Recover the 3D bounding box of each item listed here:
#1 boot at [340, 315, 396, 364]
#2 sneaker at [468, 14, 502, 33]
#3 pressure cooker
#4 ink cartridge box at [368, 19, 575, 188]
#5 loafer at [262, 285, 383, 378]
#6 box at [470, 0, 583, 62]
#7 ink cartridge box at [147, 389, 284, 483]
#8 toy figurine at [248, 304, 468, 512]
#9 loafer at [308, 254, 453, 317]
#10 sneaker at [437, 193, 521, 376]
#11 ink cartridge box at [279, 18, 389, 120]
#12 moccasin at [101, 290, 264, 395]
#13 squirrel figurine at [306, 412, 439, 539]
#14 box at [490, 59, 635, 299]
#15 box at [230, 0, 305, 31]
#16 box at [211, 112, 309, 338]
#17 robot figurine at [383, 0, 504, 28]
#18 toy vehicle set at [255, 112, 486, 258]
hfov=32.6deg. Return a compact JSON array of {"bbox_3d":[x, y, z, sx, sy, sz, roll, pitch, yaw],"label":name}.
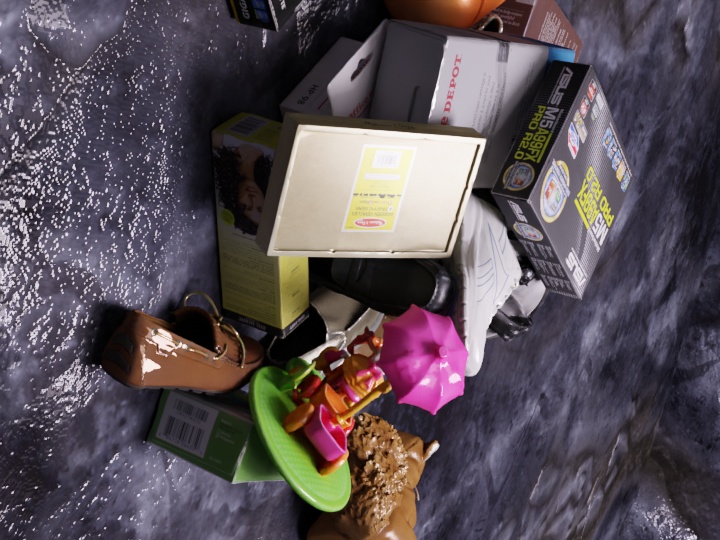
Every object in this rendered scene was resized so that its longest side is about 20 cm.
[{"bbox_3d":[0.008,0.056,1.398,0.200,0.073,0.076,-46,138,-36],"label":"boot"},{"bbox_3d":[0.132,-0.237,1.344,0.089,0.077,0.200,-46,178,26],"label":"sneaker"},{"bbox_3d":[0.117,-0.020,1.358,0.175,0.201,0.179,1,132,-17],"label":"pressure cooker"},{"bbox_3d":[0.107,-0.162,1.218,0.199,0.084,0.146,-4,113,-44],"label":"ink cartridge box"},{"bbox_3d":[-0.035,0.055,1.301,0.200,0.075,0.070,-54,153,-31],"label":"loafer"},{"bbox_3d":[0.193,-0.288,1.491,0.200,0.100,0.075,28,82,-63],"label":"box"},{"bbox_3d":[-0.105,0.159,1.202,0.200,0.103,0.060,18,92,-64],"label":"ink cartridge box"},{"bbox_3d":[0.017,0.101,1.144,0.150,0.184,0.200,53,17,-14],"label":"toy figurine"},{"bbox_3d":[0.000,0.000,1.196,0.070,0.200,0.069,16,91,-50],"label":"loafer"},{"bbox_3d":[0.117,0.011,1.197,0.074,0.087,0.201,-41,-144,54],"label":"sneaker"},{"bbox_3d":[-0.013,-0.146,1.223,0.116,0.066,0.201,-52,148,-31],"label":"ink cartridge box"},{"bbox_3d":[-0.149,0.064,1.102,0.201,0.073,0.078,14,102,-56],"label":"moccasin"},{"bbox_3d":[0.027,0.258,1.493,0.201,0.141,0.187,82,30,-46],"label":"squirrel figurine"},{"bbox_3d":[0.211,-0.088,1.250,0.161,0.044,0.200,-63,145,-19],"label":"box"},{"bbox_3d":[-0.067,-0.327,1.025,0.160,0.049,0.201,-57,150,-31],"label":"box"},{"bbox_3d":[-0.091,-0.039,1.138,0.050,0.075,0.201,-42,140,-46],"label":"box"},{"bbox_3d":[0.095,-0.308,1.274,0.200,0.143,0.117,-42,114,-45],"label":"robot figurine"},{"bbox_3d":[0.011,-0.072,1.105,0.199,0.027,0.125,1,118,-32],"label":"toy vehicle set"}]
